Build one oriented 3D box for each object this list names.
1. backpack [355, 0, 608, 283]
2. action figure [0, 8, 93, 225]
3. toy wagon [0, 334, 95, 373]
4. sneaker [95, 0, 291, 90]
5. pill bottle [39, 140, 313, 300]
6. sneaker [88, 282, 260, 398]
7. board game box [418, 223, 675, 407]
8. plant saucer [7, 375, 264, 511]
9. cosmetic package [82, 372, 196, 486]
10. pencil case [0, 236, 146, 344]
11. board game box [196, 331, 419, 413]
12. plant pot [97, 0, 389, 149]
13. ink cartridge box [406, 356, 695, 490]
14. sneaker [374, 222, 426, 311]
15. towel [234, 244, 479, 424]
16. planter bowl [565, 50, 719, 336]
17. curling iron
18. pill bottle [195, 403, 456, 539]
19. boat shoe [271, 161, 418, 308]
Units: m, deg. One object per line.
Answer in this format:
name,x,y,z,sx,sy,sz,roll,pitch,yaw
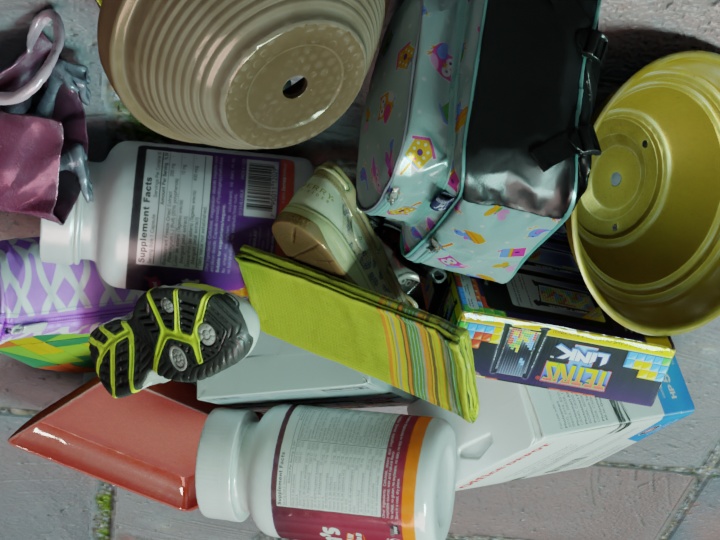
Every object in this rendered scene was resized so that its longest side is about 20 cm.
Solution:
backpack,0.076,-0.090,1.328,0.151,0.178,0.200,6,158,-3
action figure,-0.290,-0.088,1.391,0.198,0.135,0.150,-2,144,7
toy wagon,-0.255,0.054,1.684,0.198,0.040,0.155,-8,157,29
sneaker,-0.099,-0.167,1.313,0.080,0.075,0.200,-20,144,25
pill bottle,-0.138,-0.038,1.483,0.198,0.112,0.112,5,149,-5
sneaker,-0.129,0.042,1.462,0.076,0.076,0.199,-23,-174,-36
board game box,0.129,0.011,1.466,0.164,0.201,0.057,12,120,-13
plant saucer,-0.182,0.144,1.753,0.199,0.037,0.199,25,146,-28
cosmetic package,-0.170,0.140,1.837,0.149,0.052,0.201,3,149,4
pencil case,-0.215,0.014,1.543,0.198,0.085,0.085,-8,125,-33
board game box,-0.036,0.080,1.646,0.146,0.065,0.200,-4,170,14
plant pot,-0.059,-0.143,1.249,0.199,0.093,0.202,-20,142,-16
ink cartridge box,0.162,0.119,1.681,0.199,0.085,0.146,-4,159,-42
sneaker,0.076,0.031,1.585,0.198,0.092,0.076,15,118,-23
towel,-0.004,0.045,1.397,0.199,0.018,0.087,21,139,31
planter bowl,0.205,-0.060,1.413,0.199,0.202,0.083,26,176,-34
curling iron,0.027,-0.018,1.467,0.049,0.200,0.026,25,98,-22
pill bottle,-0.027,0.166,1.603,0.198,0.111,0.110,4,150,14
boat shoe,0.000,0.000,1.444,0.073,0.063,0.200,20,158,28
